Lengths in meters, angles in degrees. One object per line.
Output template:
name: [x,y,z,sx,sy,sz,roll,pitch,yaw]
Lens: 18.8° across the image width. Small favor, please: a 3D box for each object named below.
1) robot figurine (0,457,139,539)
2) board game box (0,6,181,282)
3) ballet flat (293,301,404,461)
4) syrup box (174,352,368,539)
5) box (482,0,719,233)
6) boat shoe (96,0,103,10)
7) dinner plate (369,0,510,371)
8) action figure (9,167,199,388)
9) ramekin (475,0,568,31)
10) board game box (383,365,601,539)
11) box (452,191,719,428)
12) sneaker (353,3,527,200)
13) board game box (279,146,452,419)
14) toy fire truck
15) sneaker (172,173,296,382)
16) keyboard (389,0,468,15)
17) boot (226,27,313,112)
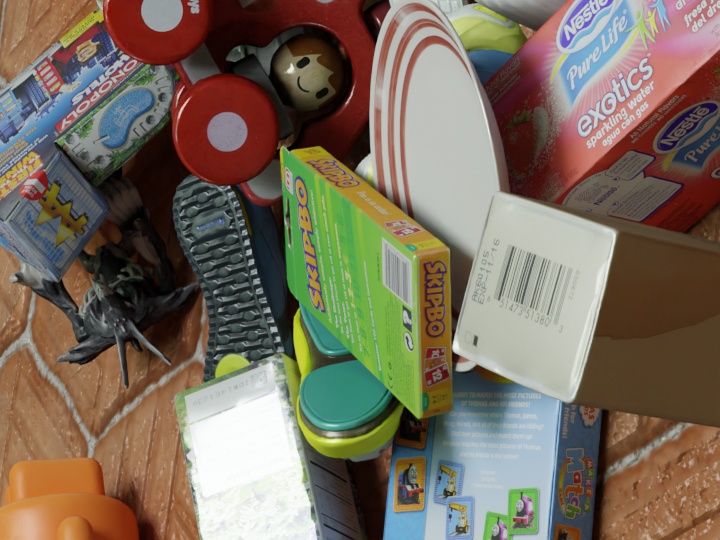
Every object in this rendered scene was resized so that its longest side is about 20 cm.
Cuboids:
robot figurine: [-0.204,0.233,1.504,0.143,0.116,0.202,-26,59,30]
board game box: [-0.204,-0.082,1.497,0.200,0.062,0.200,-40,30,1]
ballet flat: [-0.004,0.072,1.278,0.200,0.066,0.068,-102,1,-66]
syrup box: [-0.045,0.161,1.306,0.078,0.081,0.202,-22,64,17]
box: [0.158,-0.098,1.108,0.200,0.099,0.096,-44,49,39]
boat shoe: [-0.096,-0.238,1.401,0.200,0.076,0.072,-49,60,1]
dinner plate: [0.046,-0.047,1.160,0.200,0.024,0.202,170,90,-75]
action figure: [-0.190,-0.012,1.549,0.118,0.102,0.201,-33,46,8]
ramekin: [0.121,-0.221,1.184,0.199,0.104,0.202,-16,69,51]
board game box: [0.072,0.109,1.223,0.151,0.036,0.202,-4,79,54]
box: [0.151,0.025,1.000,0.095,0.199,0.078,21,99,52]
sneaker: [0.055,-0.048,1.256,0.105,0.075,0.201,46,130,34]
board game box: [0.000,0.000,1.235,0.200,0.030,0.096,-142,45,-57]
toy fire truck: [-0.059,-0.151,1.338,0.167,0.201,0.112,-30,12,1]
sneaker: [-0.067,0.028,1.424,0.065,0.078,0.202,-12,89,26]
keyboard: [0.031,-0.193,1.276,0.056,0.011,0.201,7,123,35]
boot: [-0.090,-0.185,1.456,0.095,0.074,0.201,-21,59,7]
